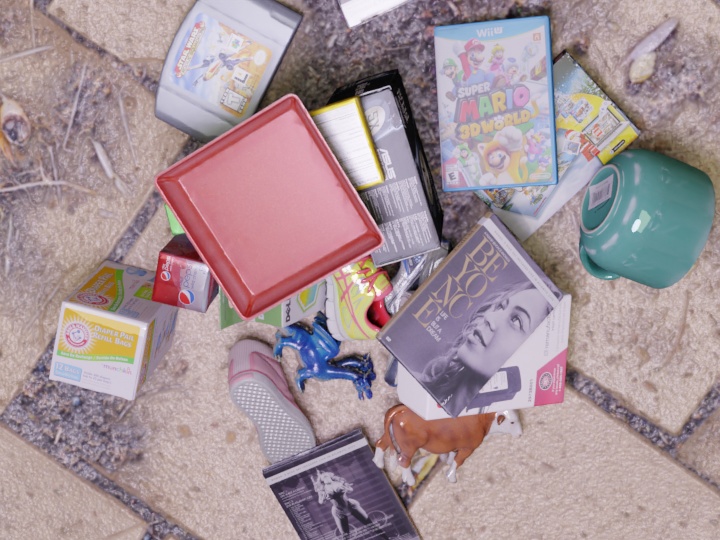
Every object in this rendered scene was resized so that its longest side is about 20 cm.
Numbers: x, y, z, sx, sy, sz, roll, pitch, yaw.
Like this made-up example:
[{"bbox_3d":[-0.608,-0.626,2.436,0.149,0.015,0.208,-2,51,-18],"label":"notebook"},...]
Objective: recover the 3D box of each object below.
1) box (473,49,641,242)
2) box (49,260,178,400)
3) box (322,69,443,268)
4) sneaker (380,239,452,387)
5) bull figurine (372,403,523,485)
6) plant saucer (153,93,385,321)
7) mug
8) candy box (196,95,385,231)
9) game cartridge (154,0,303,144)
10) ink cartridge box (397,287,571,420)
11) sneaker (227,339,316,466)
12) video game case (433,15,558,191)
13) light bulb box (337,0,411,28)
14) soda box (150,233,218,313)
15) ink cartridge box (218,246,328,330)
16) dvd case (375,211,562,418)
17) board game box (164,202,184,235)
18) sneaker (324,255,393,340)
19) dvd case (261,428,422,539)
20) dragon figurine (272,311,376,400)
[{"bbox_3d":[0.226,-0.153,1.672,0.200,0.038,0.137,-43,97,14],"label":"box"},{"bbox_3d":[-0.302,0.071,1.692,0.112,0.200,0.102,14,106,1],"label":"box"},{"bbox_3d":[0.032,-0.127,1.631,0.085,0.164,0.202,-16,103,9],"label":"box"},{"bbox_3d":[0.055,0.048,1.732,0.085,0.077,0.202,17,99,10],"label":"sneaker"},{"bbox_3d":[0.111,0.213,1.744,0.198,0.065,0.122,6,117,-25],"label":"bull figurine"},{"bbox_3d":[-0.101,-0.072,1.535,0.199,0.037,0.200,-29,102,18],"label":"plant saucer"},{"bbox_3d":[0.325,-0.054,1.622,0.114,0.152,0.186,19,110,-18],"label":"mug"},{"bbox_3d":[-0.079,-0.122,1.549,0.198,0.026,0.103,-16,105,13],"label":"candy box"},{"bbox_3d":[-0.172,-0.256,1.680,0.132,0.042,0.201,26,106,-7],"label":"game cartridge"},{"bbox_3d":[0.153,0.096,1.681,0.198,0.084,0.146,-5,107,-23],"label":"ink cartridge box"},{"bbox_3d":[-0.117,0.169,1.778,0.075,0.105,0.201,-22,132,7],"label":"sneaker"},{"bbox_3d":[0.164,-0.200,1.640,0.142,0.018,0.202,-3,92,17],"label":"video game case"},{"bbox_3d":[0.059,-0.376,1.542,0.197,0.200,0.126,-22,102,10],"label":"light bulb box"},{"bbox_3d":[-0.197,-0.013,1.661,0.069,0.200,0.064,13,107,2],"label":"soda box"},{"bbox_3d":[-0.091,0.005,1.657,0.059,0.200,0.105,11,108,30],"label":"ink cartridge box"},{"bbox_3d":[0.131,0.053,1.594,0.200,0.016,0.149,-47,115,-9],"label":"dvd case"},{"bbox_3d":[-0.126,-0.100,1.658,0.198,0.153,0.041,-13,104,7],"label":"board game box"},{"bbox_3d":[0.000,0.000,1.662,0.090,0.078,0.201,10,128,33],"label":"sneaker"},{"bbox_3d":[-0.023,0.318,1.814,0.148,0.016,0.201,-23,114,10],"label":"dvd case"},{"bbox_3d":[-0.059,0.091,1.751,0.099,0.059,0.201,-32,101,12],"label":"dragon figurine"}]
